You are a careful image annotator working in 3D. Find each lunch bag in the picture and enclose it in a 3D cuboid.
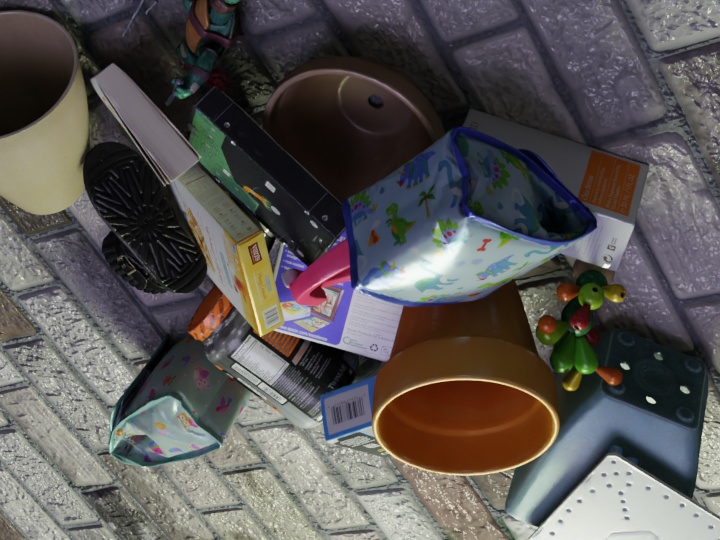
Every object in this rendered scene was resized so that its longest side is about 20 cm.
[{"bbox_3d":[-0.237,0.165,1.847,0.122,0.171,0.199,47,136,-17],"label":"lunch bag"},{"bbox_3d":[0.109,-0.039,1.380,0.199,0.128,0.170,19,144,-38],"label":"lunch bag"}]

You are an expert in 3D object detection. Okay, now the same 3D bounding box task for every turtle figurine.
[{"bbox_3d":[-0.169,-0.262,1.455,0.150,0.100,0.200,60,140,22],"label":"turtle figurine"}]

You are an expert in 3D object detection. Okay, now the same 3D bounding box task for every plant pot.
[{"bbox_3d":[0.114,0.094,1.536,0.198,0.184,0.201,2,143,1],"label":"plant pot"},{"bbox_3d":[0.004,-0.154,1.482,0.199,0.093,0.202,12,135,13],"label":"plant pot"},{"bbox_3d":[0.302,0.187,1.618,0.195,0.196,0.201,21,132,3],"label":"plant pot"},{"bbox_3d":[-0.385,-0.160,1.609,0.186,0.188,0.200,10,150,15],"label":"plant pot"}]

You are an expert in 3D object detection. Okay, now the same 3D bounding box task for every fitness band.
[{"bbox_3d":[-0.007,-0.010,1.510,0.143,0.200,0.038,-28,83,9],"label":"fitness band"}]

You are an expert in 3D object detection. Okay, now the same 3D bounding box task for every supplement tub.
[{"bbox_3d":[-0.110,0.096,1.757,0.200,0.123,0.122,38,136,-14],"label":"supplement tub"}]

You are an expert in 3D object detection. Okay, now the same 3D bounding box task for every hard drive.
[{"bbox_3d":[-0.101,-0.096,1.492,0.200,0.038,0.140,42,161,0],"label":"hard drive"}]

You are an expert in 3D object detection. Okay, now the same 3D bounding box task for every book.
[{"bbox_3d":[-0.239,-0.163,1.521,0.134,0.048,0.200,53,175,-12],"label":"book"}]

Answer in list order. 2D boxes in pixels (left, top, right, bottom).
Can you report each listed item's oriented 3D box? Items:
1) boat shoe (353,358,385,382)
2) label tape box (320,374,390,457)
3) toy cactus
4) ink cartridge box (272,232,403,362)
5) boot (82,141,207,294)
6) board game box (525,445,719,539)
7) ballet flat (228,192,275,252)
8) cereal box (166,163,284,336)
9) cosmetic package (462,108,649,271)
[{"bbox_3d":[0.033,0.136,1.767,0.060,0.076,0.200,40,136,-8],"label":"boat shoe"},{"bbox_3d":[0.066,0.179,1.723,0.143,0.067,0.200,-22,152,28],"label":"label tape box"},{"bbox_3d":[0.247,0.034,1.502,0.102,0.166,0.200,16,160,16],"label":"toy cactus"},{"bbox_3d":[0.000,0.000,1.640,0.197,0.043,0.201,16,116,1],"label":"ink cartridge box"},{"bbox_3d":[-0.277,-0.057,1.692,0.212,0.079,0.158,60,161,-15],"label":"boot"},{"bbox_3d":[0.308,0.306,1.569,0.199,0.026,0.200,31,126,-4],"label":"board game box"},{"bbox_3d":[-0.119,-0.090,1.620,0.073,0.073,0.201,1,130,23],"label":"ballet flat"},{"bbox_3d":[-0.161,-0.033,1.630,0.200,0.039,0.145,43,154,44],"label":"cereal box"},{"bbox_3d":[0.189,-0.085,1.460,0.199,0.102,0.072,18,136,6],"label":"cosmetic package"}]
